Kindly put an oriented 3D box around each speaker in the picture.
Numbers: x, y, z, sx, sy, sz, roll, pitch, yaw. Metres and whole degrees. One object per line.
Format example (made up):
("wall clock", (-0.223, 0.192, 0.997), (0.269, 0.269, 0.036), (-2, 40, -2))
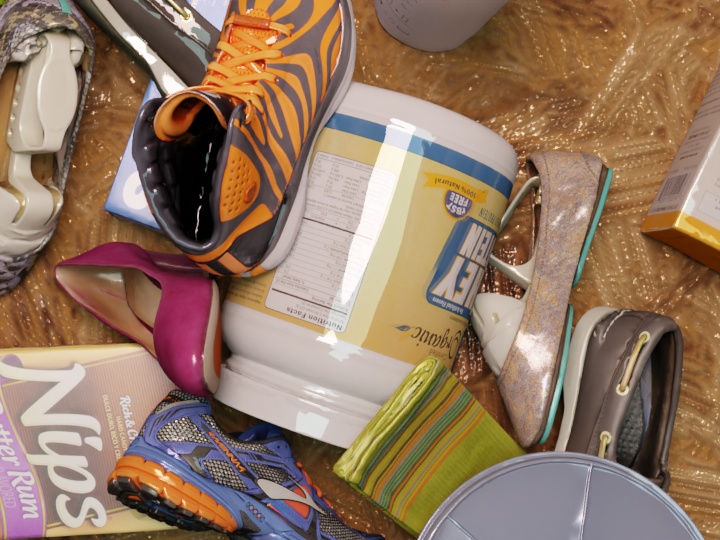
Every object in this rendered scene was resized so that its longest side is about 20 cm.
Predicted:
("speaker", (0.056, -0.184, 0.782), (0.081, 0.200, 0.081), (0, 89, -6))

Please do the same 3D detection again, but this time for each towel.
("towel", (0.061, 0.128, 0.802), (0.086, 0.018, 0.200), (-50, 138, -5))

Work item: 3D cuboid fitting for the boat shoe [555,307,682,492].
("boat shoe", (0.162, 0.125, 0.841), (0.072, 0.061, 0.202), (7, 88, -38))

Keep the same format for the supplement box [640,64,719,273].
("supplement box", (0.287, -0.087, 0.866), (0.126, 0.074, 0.200), (27, 87, -4))

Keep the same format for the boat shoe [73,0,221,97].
("boat shoe", (-0.126, -0.157, 0.791), (0.061, 0.072, 0.201), (-42, 98, -7))

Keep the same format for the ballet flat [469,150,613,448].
("ballet flat", (0.106, 0.013, 0.844), (0.067, 0.068, 0.200), (16, 68, 0))

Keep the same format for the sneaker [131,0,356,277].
("sneaker", (-0.059, -0.098, 0.703), (0.077, 0.112, 0.200), (6, 84, 19))

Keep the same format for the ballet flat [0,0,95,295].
("ballet flat", (-0.202, -0.068, 0.793), (0.072, 0.072, 0.201), (14, 106, -5))

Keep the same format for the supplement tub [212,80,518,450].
("supplement tub", (0.000, 0.000, 0.802), (0.144, 0.145, 0.200), (19, 88, -5))

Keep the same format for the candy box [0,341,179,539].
("candy box", (-0.206, 0.105, 0.826), (0.200, 0.056, 0.117), (-3, 89, -7))

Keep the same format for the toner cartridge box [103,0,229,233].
("toner cartridge box", (-0.084, -0.115, 0.847), (0.095, 0.043, 0.200), (19, 87, -5))

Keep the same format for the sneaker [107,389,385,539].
("sneaker", (-0.054, 0.134, 0.807), (0.200, 0.075, 0.079), (34, 64, -34))

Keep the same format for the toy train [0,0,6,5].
("toy train", (-0.217, -0.216, 0.822), (0.200, 0.085, 0.116), (19, 98, -5))

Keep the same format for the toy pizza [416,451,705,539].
("toy pizza", (0.119, 0.208, 0.781), (0.200, 0.032, 0.201), (2, 75, -7))

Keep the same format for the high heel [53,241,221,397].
("high heel", (-0.131, 0.029, 0.766), (0.096, 0.200, 0.068), (-2, 101, -10))
